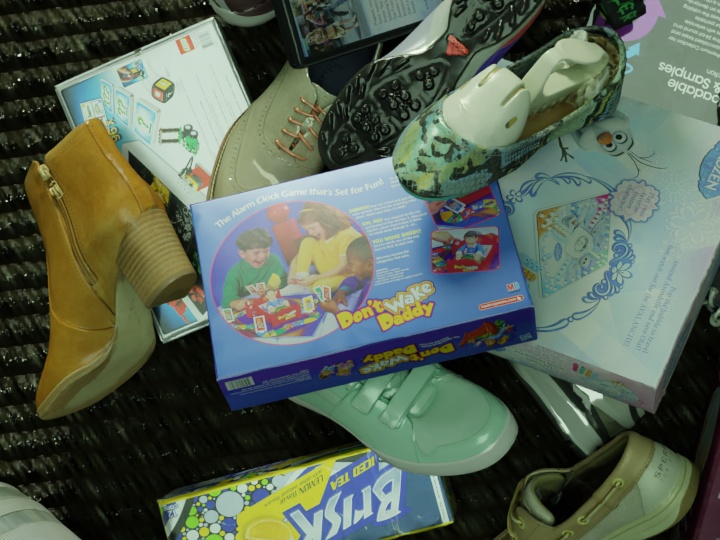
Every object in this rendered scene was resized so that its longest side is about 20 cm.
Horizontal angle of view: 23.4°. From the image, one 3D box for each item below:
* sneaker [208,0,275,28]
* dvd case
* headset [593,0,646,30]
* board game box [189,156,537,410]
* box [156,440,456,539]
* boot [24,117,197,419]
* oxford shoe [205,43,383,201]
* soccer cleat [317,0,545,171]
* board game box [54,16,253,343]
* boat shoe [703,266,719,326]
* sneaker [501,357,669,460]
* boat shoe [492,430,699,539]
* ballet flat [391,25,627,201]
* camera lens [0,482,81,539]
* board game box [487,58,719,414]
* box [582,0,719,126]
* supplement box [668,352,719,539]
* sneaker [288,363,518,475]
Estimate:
[{"bbox_3d":[-0.037,-0.253,1.184,0.200,0.116,0.076,-43,68,5],"label":"sneaker"},{"bbox_3d":[0.019,-0.230,1.175,0.200,0.018,0.143,-22,103,-29],"label":"dvd case"},{"bbox_3d":[0.149,-0.251,1.163,0.094,0.124,0.200,-29,50,7],"label":"headset"},{"bbox_3d":[0.000,0.000,1.113,0.200,0.045,0.135,-13,59,2],"label":"board game box"},{"bbox_3d":[-0.036,0.166,1.234,0.200,0.064,0.070,-15,91,5],"label":"box"},{"bbox_3d":[-0.199,-0.001,1.227,0.201,0.071,0.144,-48,68,36],"label":"boot"},{"bbox_3d":[-0.046,-0.100,1.193,0.071,0.074,0.200,28,77,-11],"label":"oxford shoe"},{"bbox_3d":[0.053,-0.136,1.165,0.068,0.073,0.200,43,94,7],"label":"soccer cleat"},{"bbox_3d":[-0.121,-0.064,1.245,0.126,0.035,0.200,-22,91,4],"label":"board game box"},{"bbox_3d":[0.263,0.011,1.204,0.200,0.073,0.063,13,90,-1],"label":"boat shoe"},{"bbox_3d":[0.140,0.021,1.211,0.115,0.076,0.201,-37,85,2],"label":"sneaker"},{"bbox_3d":[0.137,0.164,1.184,0.066,0.074,0.200,40,127,-16],"label":"boat shoe"},{"bbox_3d":[0.098,-0.109,1.104,0.200,0.074,0.074,-32,90,-39],"label":"ballet flat"},{"bbox_3d":[-0.236,0.249,1.178,0.200,0.160,0.160,35,95,26],"label":"camera lens"},{"bbox_3d":[0.140,-0.029,1.159,0.199,0.043,0.200,20,65,20],"label":"board game box"},{"bbox_3d":[0.240,-0.197,1.215,0.143,0.036,0.200,21,92,4],"label":"box"},{"bbox_3d":[0.273,0.150,1.163,0.103,0.131,0.200,13,104,5],"label":"supplement box"},{"bbox_3d":[0.006,0.065,1.164,0.200,0.118,0.074,20,63,29],"label":"sneaker"}]
